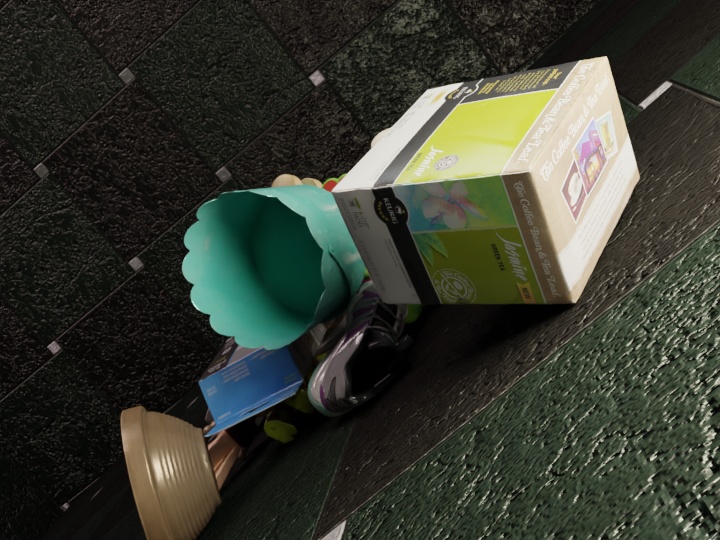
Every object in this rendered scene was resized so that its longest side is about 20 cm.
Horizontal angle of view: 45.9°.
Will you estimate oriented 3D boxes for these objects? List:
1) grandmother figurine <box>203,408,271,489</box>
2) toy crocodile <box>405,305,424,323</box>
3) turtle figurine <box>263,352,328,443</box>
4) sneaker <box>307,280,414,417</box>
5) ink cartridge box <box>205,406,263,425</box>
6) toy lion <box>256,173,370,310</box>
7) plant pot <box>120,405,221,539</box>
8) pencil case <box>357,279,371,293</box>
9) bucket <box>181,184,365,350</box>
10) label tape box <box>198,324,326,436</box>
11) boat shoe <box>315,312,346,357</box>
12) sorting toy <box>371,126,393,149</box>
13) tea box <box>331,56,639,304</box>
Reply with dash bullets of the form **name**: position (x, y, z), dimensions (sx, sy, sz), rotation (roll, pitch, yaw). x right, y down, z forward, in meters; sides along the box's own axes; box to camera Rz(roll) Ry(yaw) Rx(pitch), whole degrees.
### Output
- **grandmother figurine**: position (-0.186, 0.245, 1.233), dimensions (0.200, 0.061, 0.121), rotation (-54, -20, -17)
- **toy crocodile**: position (0.083, 0.011, 1.086), dimensions (0.200, 0.062, 0.068), rotation (-41, 3, 34)
- **turtle figurine**: position (-0.082, 0.161, 1.174), dimensions (0.200, 0.064, 0.161), rotation (-43, 6, 11)
- **sneaker**: position (0.026, 0.077, 0.977), dimensions (0.140, 0.078, 0.200), rotation (-27, 33, 61)
- **ink cartridge box**: position (-0.172, 0.165, 1.434), dimensions (0.200, 0.084, 0.146), rotation (-58, -11, -65)
- **toy lion**: position (-0.046, -0.035, 1.133), dimensions (0.069, 0.192, 0.200), rotation (5, -73, -54)
- **plant pot**: position (-0.234, 0.263, 1.083), dimensions (0.093, 0.201, 0.201), rotation (-14, 0, -11)
- **pencil case**: position (0.000, 0.000, 1.254), dimensions (0.200, 0.088, 0.088), rotation (-4, -22, -37)
- **bucket**: position (-0.099, -0.011, 1.050), dimensions (0.207, 0.207, 0.135), rotation (-41, -10, 30)
- **label tape box**: position (-0.137, 0.127, 1.146), dimensions (0.143, 0.066, 0.200), rotation (-29, 12, 18)
- **boat shoe**: position (-0.040, 0.086, 1.386), dimensions (0.200, 0.068, 0.075), rotation (-39, 8, 46)
- **sorting toy**: position (0.113, -0.154, 1.219), dimensions (0.200, 0.180, 0.107), rotation (-35, -21, -13)
- **tea box**: position (0.120, -0.078, 0.772), dimensions (0.197, 0.134, 0.200), rotation (-2, 35, 39)
